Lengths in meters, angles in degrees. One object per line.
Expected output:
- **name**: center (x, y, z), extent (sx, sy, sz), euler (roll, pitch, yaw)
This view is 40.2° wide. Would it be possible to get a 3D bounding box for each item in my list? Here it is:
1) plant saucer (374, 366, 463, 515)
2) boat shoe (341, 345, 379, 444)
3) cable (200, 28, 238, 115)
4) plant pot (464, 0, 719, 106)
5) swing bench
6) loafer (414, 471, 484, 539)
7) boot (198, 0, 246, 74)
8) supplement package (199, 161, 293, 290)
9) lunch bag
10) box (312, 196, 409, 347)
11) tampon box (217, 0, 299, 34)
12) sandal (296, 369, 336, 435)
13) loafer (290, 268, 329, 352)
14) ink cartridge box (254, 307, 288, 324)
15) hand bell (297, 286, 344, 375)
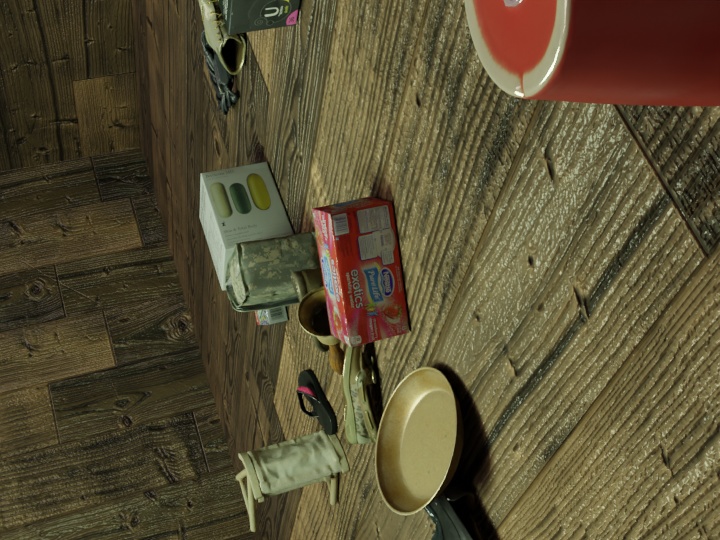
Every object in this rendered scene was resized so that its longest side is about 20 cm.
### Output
- **plant saucer**: center (0.086, 0.234, 1.348), extent (0.200, 0.035, 0.202), euler (-41, 41, 48)
- **boat shoe**: center (0.003, 0.200, 1.672), extent (0.073, 0.062, 0.203), euler (-77, -14, -67)
- **cable**: center (-0.322, -0.465, 2.266), extent (0.163, 0.050, 0.202), euler (128, 125, -74)
- **plant pot**: center (0.174, -0.198, 0.650), extent (0.200, 0.175, 0.203), euler (168, 90, -73)
- **swing bench**: center (-0.145, 0.418, 2.030), extent (0.201, 0.197, 0.131), euler (105, 148, -54)
- **loafer**: center (0.130, 0.323, 1.352), extent (0.072, 0.072, 0.202), euler (-40, 47, 27)
- **boot**: center (-0.293, -0.531, 2.074), extent (0.155, 0.071, 0.202), euler (-120, 20, -46)
- **supplement package**: center (-0.243, -0.094, 2.073), extent (0.151, 0.150, 0.202), euler (105, 149, -55)
- **lunch bag**: center (-0.168, 0.010, 1.886), extent (0.200, 0.162, 0.119), euler (137, 123, -70)
- **box**: center (0.000, 0.000, 1.457), extent (0.095, 0.098, 0.203), euler (-156, 56, -69)
- **tampon box**: center (-0.183, -0.525, 1.637), extent (0.150, 0.125, 0.202), euler (111, 142, -61)
- **sandal**: center (-0.102, 0.273, 2.054), extent (0.200, 0.045, 0.076), euler (-130, 32, -56)
- **loafer**: center (-0.072, 0.073, 1.799), extent (0.201, 0.067, 0.076), euler (74, 174, -48)
- **ink cartridge box**: center (-0.222, 0.069, 2.285), extent (0.200, 0.050, 0.110), euler (169, 89, -72)
- **hand bell**: center (-0.048, 0.127, 1.758), extent (0.201, 0.103, 0.105), euler (81, 167, -54)
